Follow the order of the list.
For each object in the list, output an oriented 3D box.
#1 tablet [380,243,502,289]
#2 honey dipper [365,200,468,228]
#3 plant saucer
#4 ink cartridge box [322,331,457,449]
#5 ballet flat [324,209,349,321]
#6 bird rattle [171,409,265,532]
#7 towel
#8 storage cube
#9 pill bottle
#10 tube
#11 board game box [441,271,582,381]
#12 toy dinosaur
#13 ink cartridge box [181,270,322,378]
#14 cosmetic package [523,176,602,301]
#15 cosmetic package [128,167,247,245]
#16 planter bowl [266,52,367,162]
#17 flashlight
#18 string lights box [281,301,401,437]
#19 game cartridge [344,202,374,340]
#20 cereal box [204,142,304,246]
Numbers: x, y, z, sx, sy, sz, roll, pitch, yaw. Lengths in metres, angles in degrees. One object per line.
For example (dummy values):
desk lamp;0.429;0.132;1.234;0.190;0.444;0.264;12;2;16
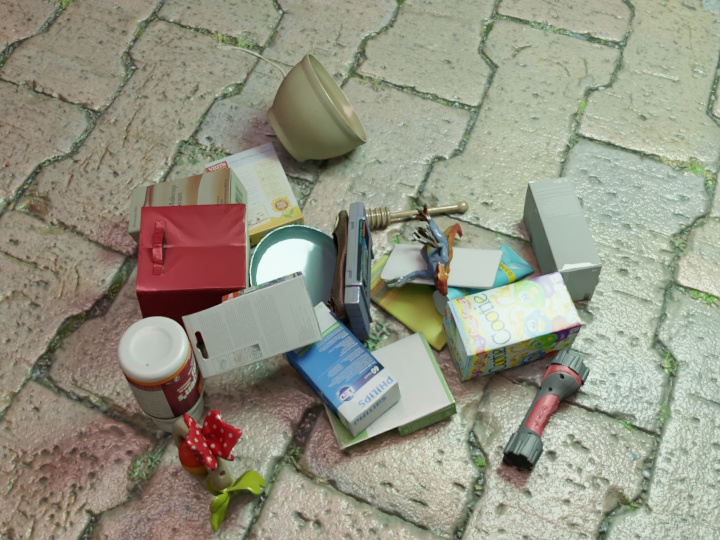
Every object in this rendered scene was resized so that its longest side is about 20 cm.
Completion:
tablet;0.143;-0.011;1.640;0.197;0.014;0.131;5;31;16
honey dipper;0.105;-0.106;1.742;0.197;0.038;0.038;-6;55;-5
plant saucer;-0.101;0.020;1.626;0.197;0.027;0.203;10;66;-23
ink cartridge box;0.040;0.201;1.527;0.197;0.048;0.147;-22;56;-3
ballet flat;-0.039;-0.010;1.622;0.046;0.067;0.203;0;72;0
bird rattle;-0.237;0.285;1.406;0.113;0.202;0.162;-43;39;-24
towel;0.089;0.057;1.642;0.199;0.018;0.086;37;68;24
storage cube;-0.276;0.006;1.588;0.177;0.201;0.173;-2;58;-4
pill bottle;-0.307;0.169;1.472;0.108;0.201;0.111;-2;55;2
tube;0.213;0.017;1.640;0.199;0.051;0.078;-28;63;-31
board game box;0.246;0.092;1.545;0.197;0.103;0.106;-15;62;-9
toy dinosaur;0.137;-0.030;1.580;0.197;0.106;0.183;-7;46;-25
ink cartridge box;-0.168;0.084;1.468;0.197;0.111;0.050;-18;12;-4
cosmetic package;0.352;-0.053;1.648;0.089;0.108;0.202;-6;53;-2
cosmetic package;-0.311;-0.106;1.702;0.197;0.087;0.105;-12;59;12
planter bowl;-0.095;-0.295;1.802;0.134;0.200;0.202;-32;56;13
flashlight;0.296;0.222;1.485;0.067;0.068;0.201;21;58;23
string lights box;-0.037;0.156;1.505;0.102;0.059;0.200;-36;59;-15
game cartridge;0.000;0.000;1.598;0.038;0.130;0.203;0;58;5
cereal box;-0.203;-0.142;1.777;0.142;0.040;0.202;-19;56;-8
